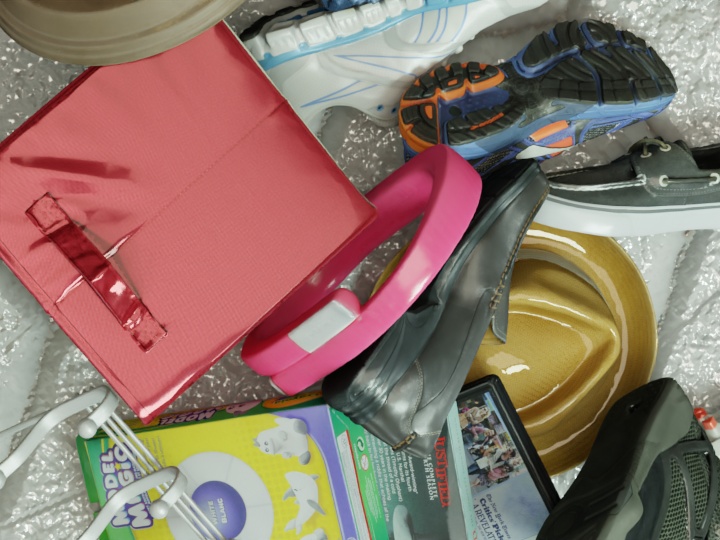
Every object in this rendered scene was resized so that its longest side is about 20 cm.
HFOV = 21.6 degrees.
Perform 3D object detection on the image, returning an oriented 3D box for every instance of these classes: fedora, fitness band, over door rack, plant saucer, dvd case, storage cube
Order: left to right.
[{"bbox_3d":[-0.181,0.154,1.115,0.199,0.067,0.148,-17,122,35],"label":"over door rack"},{"bbox_3d":[-0.126,-0.202,1.052,0.199,0.201,0.030,-34,143,-2],"label":"plant saucer"},{"bbox_3d":[-0.119,-0.039,1.110,0.180,0.200,0.171,-41,99,-7],"label":"storage cube"},{"bbox_3d":[-0.023,0.160,1.182,0.198,0.022,0.148,-7,98,24],"label":"dvd case"},{"bbox_3d":[0.000,0.000,1.128,0.037,0.200,0.144,41,53,-12],"label":"fitness band"},{"bbox_3d":[0.032,0.162,1.191,0.199,0.018,0.144,-24,99,25],"label":"dvd case"},{"bbox_3d":[0.100,0.052,1.200,0.198,0.082,0.203,-1,97,-8],"label":"fedora"}]

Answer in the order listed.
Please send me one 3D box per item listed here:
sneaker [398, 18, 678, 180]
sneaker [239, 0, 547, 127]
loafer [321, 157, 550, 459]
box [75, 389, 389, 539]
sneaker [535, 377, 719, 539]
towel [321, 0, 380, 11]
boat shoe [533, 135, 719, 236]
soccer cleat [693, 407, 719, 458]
[{"bbox_3d":[0.110,-0.101,1.198,0.198,0.079,0.076,-13,60,-18],"label":"sneaker"},{"bbox_3d":[0.029,-0.139,1.186,0.198,0.075,0.087,-16,109,0],"label":"sneaker"},{"bbox_3d":[0.059,0.020,1.131,0.072,0.073,0.201,42,73,-14],"label":"loafer"},{"bbox_3d":[-0.088,0.144,1.168,0.198,0.048,0.119,-11,97,26],"label":"box"},{"bbox_3d":[0.174,0.162,1.139,0.076,0.200,0.115,-31,102,39],"label":"sneaker"},{"bbox_3d":[0.044,-0.246,1.151,0.199,0.048,0.112,-32,99,-22],"label":"towel"},{"bbox_3d":[0.196,-0.058,1.204,0.198,0.069,0.057,-2,108,-19],"label":"boat shoe"},{"bbox_3d":[0.286,0.102,1.242,0.199,0.069,0.078,-29,104,4],"label":"soccer cleat"}]
